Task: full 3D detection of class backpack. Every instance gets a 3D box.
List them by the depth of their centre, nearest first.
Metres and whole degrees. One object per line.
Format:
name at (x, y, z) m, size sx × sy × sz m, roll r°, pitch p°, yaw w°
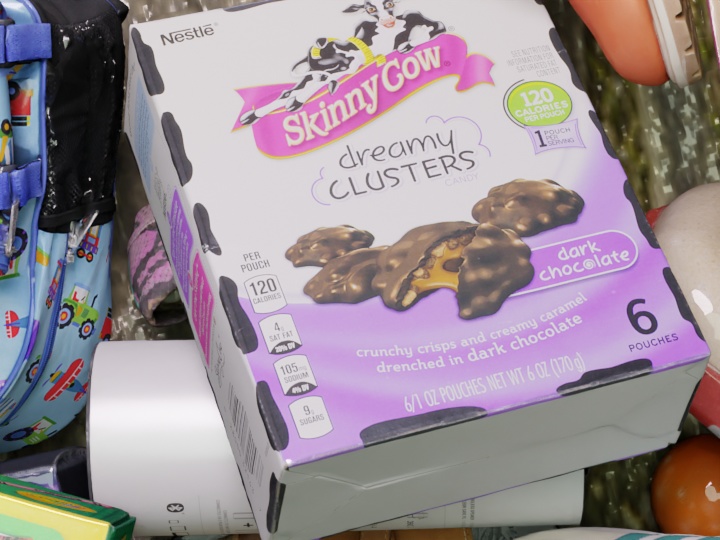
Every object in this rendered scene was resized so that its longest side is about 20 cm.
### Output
backpack at (-0.191, -0.017, 0.933) m, size 0.181 × 0.135 × 0.202 m, roll 5°, pitch 99°, yaw 13°

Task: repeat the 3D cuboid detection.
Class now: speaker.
speaker at (-0.008, 0.066, 0.929) m, size 0.198 × 0.081 × 0.082 m, roll -2°, pitch 89°, yaw 2°

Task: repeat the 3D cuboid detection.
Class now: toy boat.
toy boat at (0.172, 0.070, 0.958) m, size 0.200 × 0.131 × 0.131 m, roll 40°, pitch 120°, yaw 2°

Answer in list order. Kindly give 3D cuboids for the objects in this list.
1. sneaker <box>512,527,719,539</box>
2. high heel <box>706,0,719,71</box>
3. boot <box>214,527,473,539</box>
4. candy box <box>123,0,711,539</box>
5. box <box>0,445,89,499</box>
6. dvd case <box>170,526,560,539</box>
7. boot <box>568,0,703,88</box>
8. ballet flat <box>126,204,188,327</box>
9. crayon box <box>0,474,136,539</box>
sneaker at (0.109, 0.131, 0.866) m, size 0.198 × 0.093 × 0.071 m, roll -3°, pitch 82°, yaw 15°
high heel at (0.146, -0.130, 0.977) m, size 0.096 × 0.067 × 0.200 m, roll -43°, pitch 101°, yaw -9°
boot at (-0.009, 0.201, 0.949) m, size 0.154 × 0.077 × 0.202 m, roll -10°, pitch 81°, yaw -3°
candy box at (0.015, -0.014, 0.879) m, size 0.166 × 0.072 × 0.201 m, roll -13°, pitch 60°, yaw -15°
box at (-0.169, 0.186, 0.951) m, size 0.147 × 0.104 × 0.202 m, roll -13°, pitch 89°, yaw 1°
dvd case at (0.031, 0.165, 0.990) m, size 0.150 × 0.025 × 0.201 m, roll -30°, pitch 89°, yaw 0°
boot at (0.055, -0.143, 0.890) m, size 0.107 × 0.075 × 0.201 m, roll -32°, pitch 83°, yaw 10°
ballet flat at (0.000, 0.000, 0.968) m, size 0.198 × 0.069 × 0.072 m, roll -3°, pitch 65°, yaw 3°
crayon box at (-0.198, 0.125, 0.872) m, size 0.198 × 0.058 × 0.120 m, roll 16°, pitch 89°, yaw 2°
